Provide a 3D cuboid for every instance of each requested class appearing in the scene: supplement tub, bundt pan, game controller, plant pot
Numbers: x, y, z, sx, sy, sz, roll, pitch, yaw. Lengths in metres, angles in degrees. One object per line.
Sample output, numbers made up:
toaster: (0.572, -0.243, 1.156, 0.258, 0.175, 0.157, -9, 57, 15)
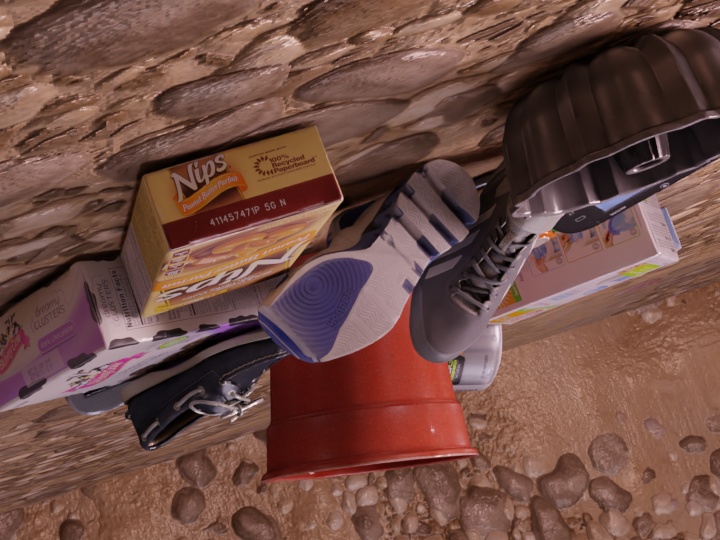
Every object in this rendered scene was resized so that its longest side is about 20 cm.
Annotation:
supplement tub: (0.045, 0.072, 1.493, 0.200, 0.123, 0.123, 0, 167, -12)
bundt pan: (0.187, -0.107, 0.949, 0.202, 0.076, 0.202, -18, 171, -3)
game controller: (0.235, -0.091, 1.145, 0.200, 0.042, 0.104, -30, 141, 26)
plant pot: (-0.002, 0.086, 1.262, 0.200, 0.196, 0.201, -7, 169, -1)

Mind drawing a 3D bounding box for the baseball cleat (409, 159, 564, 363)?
baseball cleat: (0.103, -0.019, 1.073, 0.070, 0.200, 0.106, 29, 169, -10)

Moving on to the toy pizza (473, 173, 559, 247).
toy pizza: (0.138, -0.045, 1.260, 0.200, 0.032, 0.200, -14, 162, -5)

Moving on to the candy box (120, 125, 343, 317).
candy box: (-0.092, -0.027, 0.914, 0.115, 0.055, 0.200, -17, 171, -17)

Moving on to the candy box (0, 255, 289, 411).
candy box: (-0.178, 0.041, 1.092, 0.200, 0.072, 0.168, -10, 168, -46)

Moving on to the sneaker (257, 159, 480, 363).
sneaker: (0.000, -0.001, 1.074, 0.199, 0.081, 0.115, -43, -172, -24)

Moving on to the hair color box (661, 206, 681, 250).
hair color box: (0.299, -0.017, 1.760, 0.200, 0.061, 0.100, -18, 171, -9)

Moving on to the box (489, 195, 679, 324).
box: (0.207, -0.024, 1.400, 0.200, 0.101, 0.112, -22, 170, 21)

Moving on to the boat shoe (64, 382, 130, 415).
boat shoe: (-0.207, 0.090, 1.397, 0.200, 0.072, 0.062, -15, -162, -9)

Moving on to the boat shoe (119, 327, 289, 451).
boat shoe: (-0.120, 0.096, 1.118, 0.200, 0.062, 0.075, -25, 168, 30)
